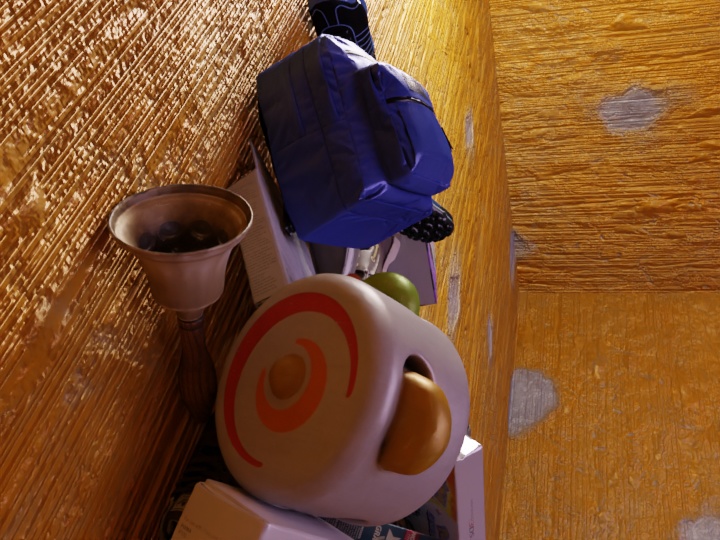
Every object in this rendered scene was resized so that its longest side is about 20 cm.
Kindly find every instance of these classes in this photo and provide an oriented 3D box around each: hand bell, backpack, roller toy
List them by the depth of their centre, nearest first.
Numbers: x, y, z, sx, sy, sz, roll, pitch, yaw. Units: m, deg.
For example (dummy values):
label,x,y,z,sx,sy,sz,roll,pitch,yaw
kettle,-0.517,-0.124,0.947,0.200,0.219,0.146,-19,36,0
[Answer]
label,x,y,z,sx,sy,sz,roll,pitch,yaw
roller toy,-0.019,0.103,0.597,0.139,0.182,0.201,32,25,-44
hand bell,-0.135,0.043,0.600,0.104,0.103,0.201,-65,162,-54
backpack,-0.005,-0.144,0.789,0.162,0.167,0.201,12,55,-63

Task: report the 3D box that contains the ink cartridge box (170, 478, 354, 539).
label,x,y,z,sx,sy,sz,roll,pitch,yaw
ink cartridge box,-0.091,0.275,0.549,0.146,0.082,0.201,38,71,-47

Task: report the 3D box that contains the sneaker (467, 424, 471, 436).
label,x,y,z,sx,sy,sz,roll,pitch,yaw
sneaker,0.056,0.142,0.934,0.074,0.200,0.107,-26,116,-23

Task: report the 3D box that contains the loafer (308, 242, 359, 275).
label,x,y,z,sx,sy,sz,roll,pitch,yaw
loafer,-0.043,-0.077,0.897,0.070,0.069,0.202,10,73,-67

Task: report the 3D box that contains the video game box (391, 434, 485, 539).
label,x,y,z,sx,sy,sz,roll,pitch,yaw
video game box,0.068,0.244,0.866,0.047,0.182,0.201,-23,121,-30

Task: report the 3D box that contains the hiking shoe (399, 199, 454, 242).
label,x,y,z,sx,sy,sz,roll,pitch,yaw
hiking shoe,0.052,-0.113,1.029,0.199,0.074,0.087,30,49,-22

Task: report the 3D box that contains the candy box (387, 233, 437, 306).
label,x,y,z,sx,sy,sz,roll,pitch,yaw
candy box,0.076,-0.062,1.197,0.200,0.071,0.169,-80,160,-63

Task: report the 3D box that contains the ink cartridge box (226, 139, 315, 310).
label,x,y,z,sx,sy,sz,roll,pitch,yaw
ink cartridge box,-0.078,0.003,0.770,0.197,0.043,0.201,66,3,-52

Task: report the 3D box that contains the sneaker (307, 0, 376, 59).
label,x,y,z,sx,sy,sz,roll,pitch,yaw
sneaker,-0.016,-0.290,0.972,0.200,0.070,0.079,39,46,-69

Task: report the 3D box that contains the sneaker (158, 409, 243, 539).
label,x,y,z,sx,sy,sz,roll,pitch,yaw
sneaker,-0.122,0.192,0.620,0.076,0.070,0.201,58,35,-57

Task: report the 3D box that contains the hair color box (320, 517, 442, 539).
label,x,y,z,sx,sy,sz,roll,pitch,yaw
hair color box,0.005,0.304,0.797,0.100,0.199,0.061,66,40,-50

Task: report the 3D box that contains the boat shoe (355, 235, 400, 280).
label,x,y,z,sx,sy,sz,roll,pitch,yaw
boat shoe,0.000,0.000,0.961,0.060,0.072,0.200,46,34,-16

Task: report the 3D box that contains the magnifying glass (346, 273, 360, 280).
label,x,y,z,sx,sy,sz,roll,pitch,yaw
magnifying glass,-0.027,0.073,0.856,0.201,0.022,0.080,107,-28,-51
